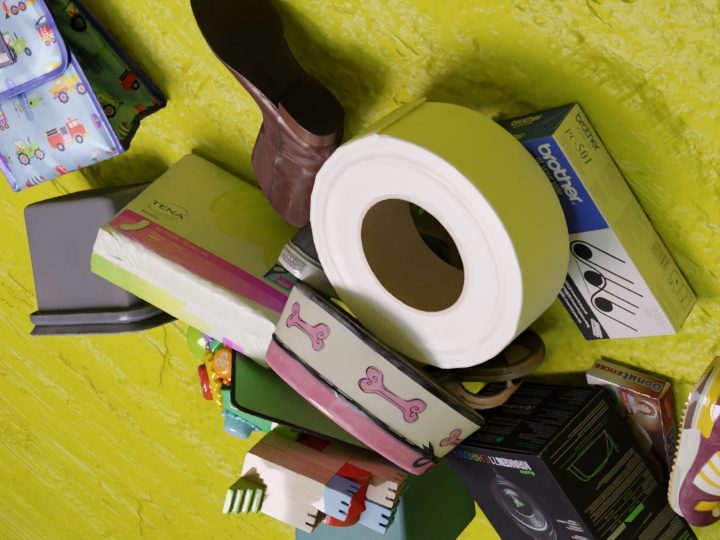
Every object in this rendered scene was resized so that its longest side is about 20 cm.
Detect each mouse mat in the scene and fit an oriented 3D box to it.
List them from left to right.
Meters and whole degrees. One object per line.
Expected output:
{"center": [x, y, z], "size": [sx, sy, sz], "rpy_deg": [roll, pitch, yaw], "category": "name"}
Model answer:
{"center": [-0.045, 0.088, 1.432], "size": [0.161, 0.200, 0.008], "rpy_deg": [20, 119, -16], "category": "mouse mat"}

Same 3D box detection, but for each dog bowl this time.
{"center": [0.005, 0.095, 1.315], "size": [0.200, 0.074, 0.200], "rpy_deg": [37, 179, 1], "category": "dog bowl"}

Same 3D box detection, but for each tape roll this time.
{"center": [0.059, -0.027, 1.207], "size": [0.202, 0.071, 0.203], "rpy_deg": [24, 132, 30], "category": "tape roll"}

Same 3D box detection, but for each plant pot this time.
{"center": [0.022, 0.191, 1.570], "size": [0.141, 0.141, 0.200], "rpy_deg": [19, 132, 28], "category": "plant pot"}

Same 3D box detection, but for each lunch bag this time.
{"center": [-0.302, -0.191, 1.431], "size": [0.151, 0.094, 0.200], "rpy_deg": [-16, 118, 35], "category": "lunch bag"}

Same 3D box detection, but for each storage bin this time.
{"center": [-0.247, -0.016, 1.582], "size": [0.200, 0.146, 0.134], "rpy_deg": [-2, 103, 47], "category": "storage bin"}

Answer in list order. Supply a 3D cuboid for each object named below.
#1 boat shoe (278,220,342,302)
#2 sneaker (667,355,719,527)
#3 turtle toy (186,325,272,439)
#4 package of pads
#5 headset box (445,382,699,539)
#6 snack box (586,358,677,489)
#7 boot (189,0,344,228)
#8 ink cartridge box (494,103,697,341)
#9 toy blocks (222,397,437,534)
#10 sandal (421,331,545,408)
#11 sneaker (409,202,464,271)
{"center": [0.000, 0.000, 1.372], "size": [0.069, 0.057, 0.200], "rpy_deg": [38, -174, 28], "category": "boat shoe"}
{"center": [0.313, 0.161, 1.293], "size": [0.090, 0.075, 0.200], "rpy_deg": [26, 147, 28], "category": "sneaker"}
{"center": [-0.117, 0.092, 1.582], "size": [0.200, 0.101, 0.146], "rpy_deg": [-120, 21, -59], "category": "turtle toy"}
{"center": [-0.123, -0.015, 1.437], "size": [0.200, 0.155, 0.068], "rpy_deg": [28, 133, 13], "category": "package of pads"}
{"center": [0.189, 0.206, 1.417], "size": [0.200, 0.093, 0.174], "rpy_deg": [56, 156, -18], "category": "headset box"}
{"center": [0.250, 0.161, 1.403], "size": [0.072, 0.024, 0.200], "rpy_deg": [19, 144, 33], "category": "snack box"}
{"center": [-0.084, -0.137, 1.337], "size": [0.186, 0.064, 0.200], "rpy_deg": [54, 165, 14], "category": "boot"}
{"center": [0.173, -0.033, 1.219], "size": [0.094, 0.044, 0.200], "rpy_deg": [-8, 126, 47], "category": "ink cartridge box"}
{"center": [-0.016, 0.181, 1.394], "size": [0.137, 0.200, 0.100], "rpy_deg": [21, 112, 15], "category": "toy blocks"}
{"center": [0.109, 0.098, 1.411], "size": [0.054, 0.080, 0.200], "rpy_deg": [63, 151, -3], "category": "sandal"}
{"center": [0.069, -0.035, 1.322], "size": [0.200, 0.077, 0.089], "rpy_deg": [41, 113, 8], "category": "sneaker"}
